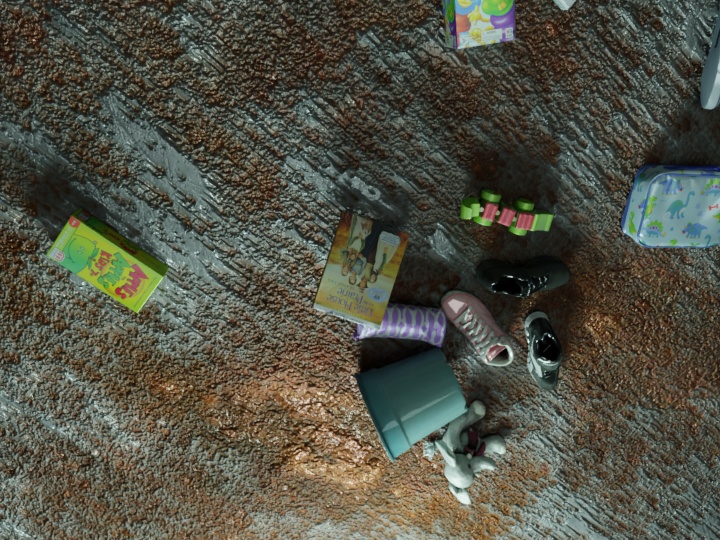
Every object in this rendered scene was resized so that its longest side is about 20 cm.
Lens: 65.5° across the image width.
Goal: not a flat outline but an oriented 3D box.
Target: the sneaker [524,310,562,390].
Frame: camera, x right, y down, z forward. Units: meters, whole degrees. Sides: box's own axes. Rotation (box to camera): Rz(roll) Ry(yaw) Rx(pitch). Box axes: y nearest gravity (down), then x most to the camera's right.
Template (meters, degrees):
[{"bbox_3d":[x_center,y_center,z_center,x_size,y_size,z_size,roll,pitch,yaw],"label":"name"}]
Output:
[{"bbox_3d":[0.409,0.195,1.237,0.065,0.091,0.203,-15,114,3],"label":"sneaker"}]

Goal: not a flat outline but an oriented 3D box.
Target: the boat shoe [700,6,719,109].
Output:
[{"bbox_3d":[0.681,-0.395,1.008,0.084,0.075,0.206,7,107,11],"label":"boat shoe"}]

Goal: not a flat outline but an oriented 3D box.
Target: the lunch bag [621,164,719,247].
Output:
[{"bbox_3d":[0.639,-0.131,1.118,0.196,0.083,0.163,0,115,-4],"label":"lunch bag"}]

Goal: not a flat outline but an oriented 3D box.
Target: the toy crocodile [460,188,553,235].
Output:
[{"bbox_3d":[0.290,-0.111,1.110,0.196,0.062,0.069,12,112,-10],"label":"toy crocodile"}]

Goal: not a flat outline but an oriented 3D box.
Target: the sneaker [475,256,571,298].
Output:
[{"bbox_3d":[0.344,0.022,1.158,0.196,0.091,0.077,-6,112,-3],"label":"sneaker"}]

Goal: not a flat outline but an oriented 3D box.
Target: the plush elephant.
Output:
[{"bbox_3d":[0.243,0.429,1.289,0.197,0.155,0.167,-23,114,5],"label":"plush elephant"}]

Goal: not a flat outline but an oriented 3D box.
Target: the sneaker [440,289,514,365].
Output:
[{"bbox_3d":[0.255,0.127,1.189,0.200,0.105,0.075,41,107,-18],"label":"sneaker"}]

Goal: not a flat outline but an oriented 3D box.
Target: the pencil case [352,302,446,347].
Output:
[{"bbox_3d":[0.082,0.113,1.179,0.196,0.084,0.087,6,103,-7],"label":"pencil case"}]

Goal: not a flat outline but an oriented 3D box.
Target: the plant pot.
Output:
[{"bbox_3d":[0.113,0.273,1.204,0.193,0.201,0.203,-24,114,-3],"label":"plant pot"}]

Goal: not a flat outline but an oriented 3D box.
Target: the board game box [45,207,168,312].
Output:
[{"bbox_3d":[-0.492,-0.018,1.098,0.199,0.048,0.102,37,106,-18],"label":"board game box"}]

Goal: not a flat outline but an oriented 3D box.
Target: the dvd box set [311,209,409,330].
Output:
[{"bbox_3d":[0.000,0.000,1.108,0.144,0.029,0.203,19,88,-8],"label":"dvd box set"}]

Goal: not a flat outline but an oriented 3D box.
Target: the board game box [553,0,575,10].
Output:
[{"bbox_3d":[0.373,-0.565,0.934,0.126,0.035,0.200,36,106,-19],"label":"board game box"}]

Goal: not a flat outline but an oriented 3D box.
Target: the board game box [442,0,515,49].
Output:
[{"bbox_3d":[0.189,-0.481,0.919,0.101,0.105,0.203,-9,113,0],"label":"board game box"}]
